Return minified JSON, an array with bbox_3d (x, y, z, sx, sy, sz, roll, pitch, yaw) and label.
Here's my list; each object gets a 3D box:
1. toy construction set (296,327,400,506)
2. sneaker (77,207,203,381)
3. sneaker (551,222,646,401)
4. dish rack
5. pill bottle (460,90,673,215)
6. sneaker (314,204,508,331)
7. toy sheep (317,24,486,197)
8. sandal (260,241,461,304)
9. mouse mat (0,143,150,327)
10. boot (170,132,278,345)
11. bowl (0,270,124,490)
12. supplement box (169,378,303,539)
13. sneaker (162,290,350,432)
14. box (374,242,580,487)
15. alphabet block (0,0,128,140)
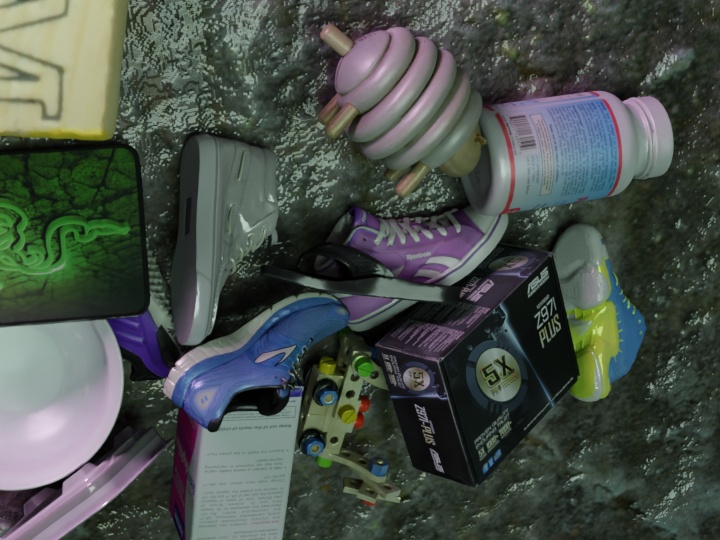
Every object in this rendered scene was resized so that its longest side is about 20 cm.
[{"bbox_3d":[0.002,0.147,1.547,0.131,0.092,0.200,5,101,-23],"label":"toy construction set"},{"bbox_3d":[-0.234,0.029,1.408,0.099,0.070,0.200,-23,115,10],"label":"sneaker"},{"bbox_3d":[0.260,0.038,1.609,0.105,0.076,0.200,-20,115,-43],"label":"sneaker"},{"bbox_3d":[-0.282,0.222,1.420,0.200,0.172,0.044,-36,93,21],"label":"dish rack"},{"bbox_3d":[0.206,-0.121,1.479,0.200,0.109,0.109,-9,117,-16],"label":"pill bottle"},{"bbox_3d":[0.048,-0.033,1.484,0.200,0.073,0.114,-34,118,-3],"label":"sneaker"},{"bbox_3d":[0.037,-0.158,1.388,0.200,0.138,0.138,38,97,-24],"label":"toy sheep"},{"bbox_3d":[0.000,0.000,1.430,0.200,0.075,0.048,7,91,-16],"label":"sandal"},{"bbox_3d":[-0.294,-0.031,1.331,0.200,0.008,0.161,-5,84,-9],"label":"mouse mat"},{"bbox_3d":[-0.121,-0.026,1.388,0.095,0.074,0.200,7,84,-27],"label":"boot"},{"bbox_3d":[-0.321,0.097,1.377,0.201,0.090,0.201,-1,94,-10],"label":"bowl"},{"bbox_3d":[-0.129,0.185,1.502,0.103,0.101,0.200,-2,114,-20],"label":"supplement box"},{"bbox_3d":[-0.086,0.092,1.404,0.200,0.089,0.079,-31,161,-28],"label":"sneaker"},{"bbox_3d":[0.126,0.093,1.514,0.200,0.086,0.164,-40,127,-35],"label":"box"},{"bbox_3d":[-0.297,-0.230,1.189,0.196,0.195,0.200,2,112,-19],"label":"alphabet block"}]
